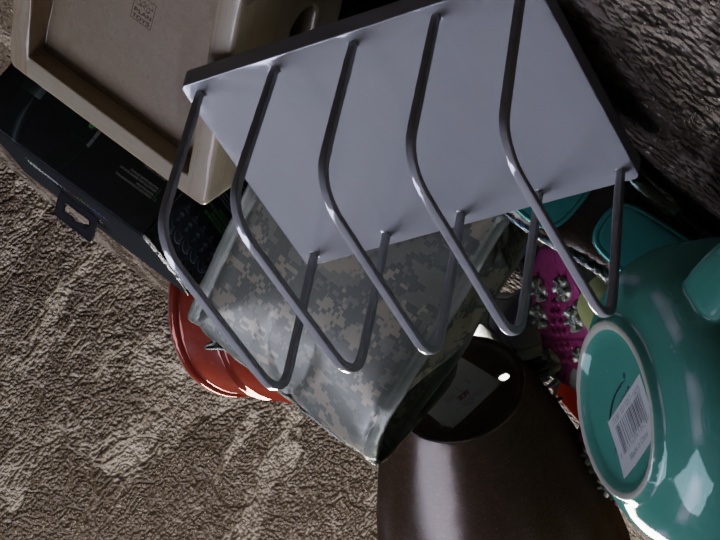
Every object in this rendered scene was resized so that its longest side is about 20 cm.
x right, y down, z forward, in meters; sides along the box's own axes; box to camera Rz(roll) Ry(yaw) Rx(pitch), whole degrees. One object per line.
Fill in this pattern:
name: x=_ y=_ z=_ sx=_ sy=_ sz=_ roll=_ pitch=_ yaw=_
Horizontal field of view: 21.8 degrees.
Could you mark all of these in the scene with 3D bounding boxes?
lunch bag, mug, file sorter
lunch bag: x=0.000 y=0.000 z=1.188 sx=0.163 sy=0.201 sz=0.117 roll=36 pitch=-164 yaw=15
mug: x=0.173 y=0.046 z=0.908 sx=0.152 sy=0.113 sz=0.187 roll=-147 pitch=53 yaw=-69
file sorter: x=0.017 y=-0.036 z=0.922 sx=0.198 sy=0.125 sz=0.139 roll=-14 pitch=131 yaw=26

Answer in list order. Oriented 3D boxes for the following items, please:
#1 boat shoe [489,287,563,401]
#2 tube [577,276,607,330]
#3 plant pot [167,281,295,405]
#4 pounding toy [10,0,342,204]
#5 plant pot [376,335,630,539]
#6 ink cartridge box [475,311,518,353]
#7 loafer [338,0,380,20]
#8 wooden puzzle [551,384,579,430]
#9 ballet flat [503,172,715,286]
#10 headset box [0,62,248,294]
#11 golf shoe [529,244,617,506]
boat shoe: x=0.124 y=0.054 z=1.358 sx=0.062 sy=0.075 sz=0.200 roll=38 pitch=161 yaw=-11
tube: x=0.187 y=0.081 z=1.102 sx=0.052 sy=0.057 sz=0.201 roll=97 pitch=157 yaw=-43
plant pot: x=-0.019 y=0.033 z=1.520 sx=0.194 sy=0.202 sz=0.201 roll=18 pitch=158 yaw=41
pounding toy: x=-0.103 y=-0.157 z=1.068 sx=0.183 sy=0.142 sz=0.201 roll=36 pitch=139 yaw=19
plant pot: x=0.084 y=0.147 z=1.298 sx=0.186 sy=0.187 sz=0.201 roll=31 pitch=151 yaw=39
ink cartridge box: x=0.025 y=-0.001 z=1.316 sx=0.199 sy=0.039 sz=0.099 roll=36 pitch=159 yaw=-3
loafer: x=-0.002 y=-0.120 z=1.092 sx=0.200 sy=0.071 sz=0.068 roll=34 pitch=170 yaw=31
wooden puzzle: x=0.215 y=0.141 z=1.399 sx=0.185 sy=0.046 sz=0.200 roll=43 pitch=-177 yaw=-14
ballet flat: x=0.122 y=-0.039 z=1.023 sx=0.200 sy=0.074 sz=0.074 roll=44 pitch=169 yaw=-5
headset box: x=-0.130 y=-0.109 z=1.235 sx=0.173 sy=0.201 sz=0.093 roll=33 pitch=168 yaw=27
golf shoe: x=0.175 y=0.060 z=1.243 sx=0.075 sy=0.091 sz=0.202 roll=19 pitch=134 yaw=61
